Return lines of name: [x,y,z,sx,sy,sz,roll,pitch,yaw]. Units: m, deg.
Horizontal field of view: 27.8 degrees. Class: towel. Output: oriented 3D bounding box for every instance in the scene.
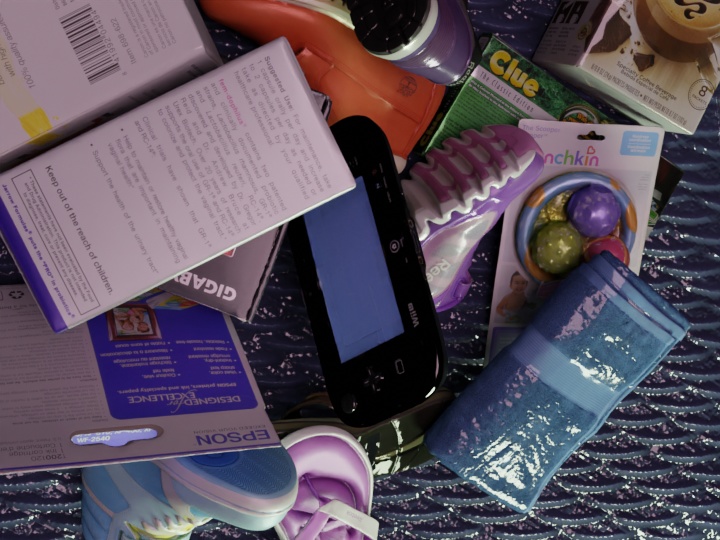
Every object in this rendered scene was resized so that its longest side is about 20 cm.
towel: [0.144,0.084,1.071,0.200,0.049,0.112,-47,128,9]

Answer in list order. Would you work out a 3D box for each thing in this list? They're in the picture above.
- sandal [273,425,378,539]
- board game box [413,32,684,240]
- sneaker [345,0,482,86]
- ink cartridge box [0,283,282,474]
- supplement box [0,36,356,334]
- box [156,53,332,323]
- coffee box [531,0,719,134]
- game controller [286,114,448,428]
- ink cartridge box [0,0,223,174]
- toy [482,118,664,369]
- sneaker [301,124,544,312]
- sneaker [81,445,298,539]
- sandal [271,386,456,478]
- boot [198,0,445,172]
sandal: [-0.019,0.190,1.039,0.082,0.050,0.203,-21,133,-17]
board game box: [0.146,-0.082,1.101,0.200,0.023,0.105,32,91,-22]
sneaker: [0.026,-0.204,0.980,0.076,0.200,0.087,-31,144,28]
ink cartridge box: [-0.169,0.074,0.925,0.198,0.200,0.043,-3,122,-19]
supplement box: [-0.112,-0.053,0.887,0.200,0.101,0.104,-27,94,1]
box: [-0.137,-0.074,0.959,0.200,0.046,0.159,21,93,-3]
coffee box: [0.229,-0.216,1.075,0.113,0.080,0.200,26,91,-22]
game controller: [0.000,0.000,0.967,0.042,0.104,0.200,-3,71,-37]
ink cartridge box: [-0.206,-0.148,0.888,0.200,0.083,0.145,-25,89,3]
toy: [0.163,-0.008,1.086,0.115,0.047,0.201,2,113,-14]
sneaker: [0.055,-0.020,1.044,0.200,0.081,0.088,-40,120,10]
sneaker: [-0.117,0.160,0.974,0.079,0.200,0.131,-12,113,-42]
sandal: [-0.018,0.121,1.065,0.201,0.057,0.080,-9,130,-35]
boot: [-0.033,-0.138,1.003,0.200,0.075,0.107,22,97,-23]
